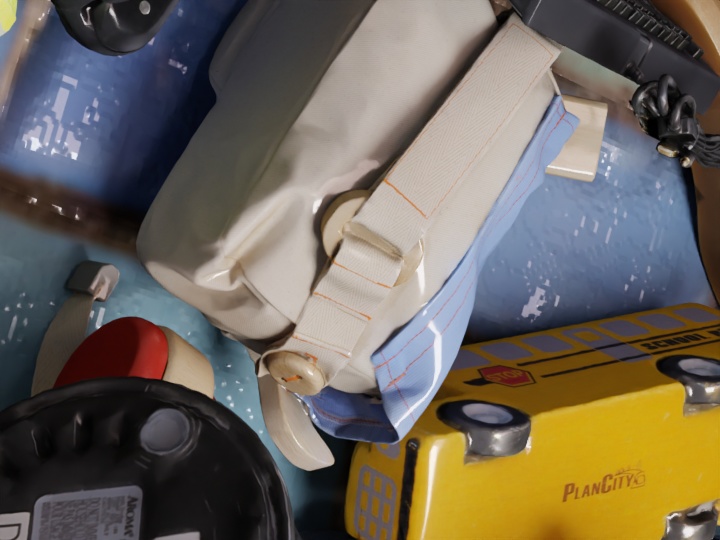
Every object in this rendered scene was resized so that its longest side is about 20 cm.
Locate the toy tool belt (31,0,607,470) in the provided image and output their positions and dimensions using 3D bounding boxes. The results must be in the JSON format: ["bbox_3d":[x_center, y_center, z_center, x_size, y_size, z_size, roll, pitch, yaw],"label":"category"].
[{"bbox_3d":[0.000,0.000,0.772,0.123,0.125,0.200,39,72,-30],"label":"toy tool belt"}]

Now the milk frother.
[{"bbox_3d":[-0.098,0.147,0.714,0.188,0.199,0.181,66,39,-52],"label":"milk frother"}]

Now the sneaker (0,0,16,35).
[{"bbox_3d":[-0.085,-0.142,0.651,0.090,0.078,0.201,-8,136,-21],"label":"sneaker"}]

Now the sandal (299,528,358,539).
[{"bbox_3d":[-0.006,0.191,0.851,0.076,0.043,0.201,-19,110,-38],"label":"sandal"}]

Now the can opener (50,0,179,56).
[{"bbox_3d":[-0.039,-0.148,0.754,0.200,0.078,0.063,-63,143,-31],"label":"can opener"}]

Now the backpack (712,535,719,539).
[{"bbox_3d":[0.196,0.210,0.966,0.200,0.147,0.184,17,89,-45],"label":"backpack"}]

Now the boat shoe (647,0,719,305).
[{"bbox_3d":[0.163,-0.043,0.942,0.070,0.070,0.201,-35,119,-27],"label":"boat shoe"}]

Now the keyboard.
[{"bbox_3d":[0.084,-0.078,0.799,0.021,0.127,0.200,-42,162,15],"label":"keyboard"}]

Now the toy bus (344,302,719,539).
[{"bbox_3d":[0.072,0.061,0.871,0.199,0.078,0.065,-9,114,-40],"label":"toy bus"}]
